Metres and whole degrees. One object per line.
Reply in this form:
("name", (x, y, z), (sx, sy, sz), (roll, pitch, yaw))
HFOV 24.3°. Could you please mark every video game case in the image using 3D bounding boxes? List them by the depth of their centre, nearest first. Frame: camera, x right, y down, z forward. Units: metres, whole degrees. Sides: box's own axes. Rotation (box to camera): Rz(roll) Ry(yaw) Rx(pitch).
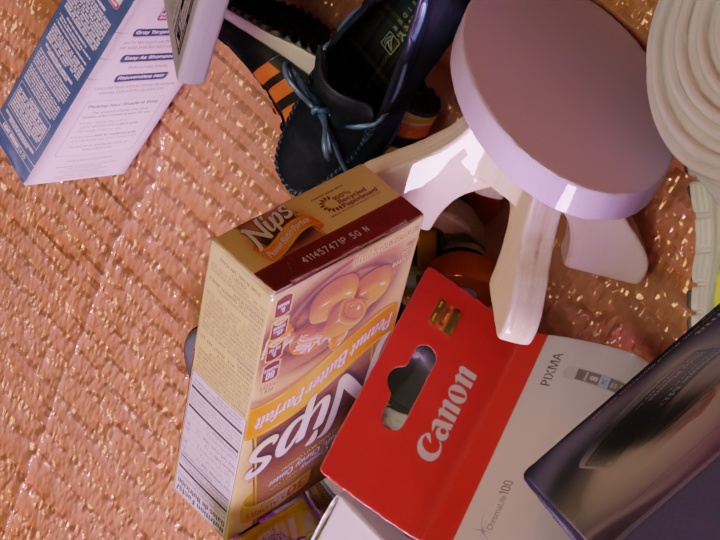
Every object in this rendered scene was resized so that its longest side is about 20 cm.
("video game case", (-0.097, -0.251, 1.044), (0.201, 0.022, 0.184), (114, 150, -48))

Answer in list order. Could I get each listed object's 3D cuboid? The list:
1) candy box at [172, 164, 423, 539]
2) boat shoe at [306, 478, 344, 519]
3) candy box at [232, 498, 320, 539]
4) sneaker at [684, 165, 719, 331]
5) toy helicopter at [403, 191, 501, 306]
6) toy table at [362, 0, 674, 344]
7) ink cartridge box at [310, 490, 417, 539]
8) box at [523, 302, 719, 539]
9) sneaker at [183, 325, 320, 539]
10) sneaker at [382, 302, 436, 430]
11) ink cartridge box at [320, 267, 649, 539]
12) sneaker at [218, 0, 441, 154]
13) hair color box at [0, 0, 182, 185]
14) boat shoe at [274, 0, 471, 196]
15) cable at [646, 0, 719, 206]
("candy box", (-0.038, 0.049, 0.945), (0.055, 0.115, 0.201), (39, 138, 27))
("boat shoe", (0.026, 0.184, 1.124), (0.201, 0.072, 0.072), (57, 148, 11))
("candy box", (-0.037, 0.199, 1.022), (0.026, 0.200, 0.103), (-38, 84, 9))
("sneaker", (0.228, 0.000, 0.897), (0.090, 0.078, 0.203), (-2, 97, 39))
("toy helicopter", (0.000, 0.000, 1.075), (0.200, 0.131, 0.080), (131, 149, -54))
("toy table", (0.098, -0.063, 0.946), (0.182, 0.201, 0.118), (21, 126, -4))
("ink cartridge box", (0.080, 0.181, 0.981), (0.147, 0.199, 0.083), (42, 123, 26))
("box", (0.197, 0.088, 0.767), (0.200, 0.198, 0.124), (-41, 95, -2))
("sneaker", (-0.087, 0.130, 1.193), (0.074, 0.087, 0.201), (-40, 73, 38))
("sneaker", (0.006, 0.052, 1.058), (0.199, 0.074, 0.085), (3, 126, 49))
("ink cartridge box", (0.098, 0.098, 0.925), (0.199, 0.161, 0.047), (34, 144, -4))
("sneaker", (-0.040, -0.114, 1.112), (0.199, 0.070, 0.091), (33, 116, 30))
("hair color box", (-0.178, -0.152, 1.206), (0.061, 0.099, 0.200), (55, 128, 20))
("boat shoe", (-0.006, -0.121, 1.003), (0.084, 0.068, 0.201), (43, 126, 17))
("cable", (0.233, -0.117, 0.821), (0.199, 0.069, 0.202), (-3, 65, 45))
